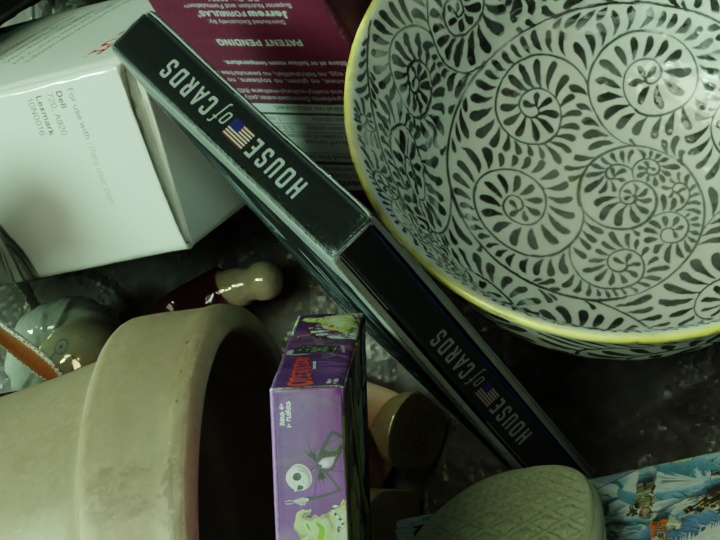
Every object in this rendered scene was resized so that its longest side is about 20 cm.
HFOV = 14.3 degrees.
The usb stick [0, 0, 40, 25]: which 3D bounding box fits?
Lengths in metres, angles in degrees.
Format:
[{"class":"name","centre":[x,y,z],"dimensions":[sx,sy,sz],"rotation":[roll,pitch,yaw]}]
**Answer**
[{"class":"usb stick","centre":[-0.169,-0.113,1.219],"dimensions":[0.055,0.200,0.033],"rotation":[-18,104,24]}]

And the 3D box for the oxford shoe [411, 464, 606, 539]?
[{"class":"oxford shoe","centre":[0.046,0.137,0.970],"dimensions":[0.075,0.058,0.200],"rotation":[-12,30,18]}]

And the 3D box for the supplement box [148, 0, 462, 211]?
[{"class":"supplement box","centre":[-0.018,-0.126,1.093],"dimensions":[0.085,0.200,0.110],"rotation":[3,52,34]}]

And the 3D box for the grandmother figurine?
[{"class":"grandmother figurine","centre":[-0.063,0.052,1.181],"dimensions":[0.200,0.061,0.122],"rotation":[15,78,32]}]

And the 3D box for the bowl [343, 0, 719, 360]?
[{"class":"bowl","centre":[0.095,-0.039,1.060],"dimensions":[0.200,0.094,0.201],"rotation":[-1,60,1]}]

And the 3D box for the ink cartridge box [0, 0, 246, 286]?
[{"class":"ink cartridge box","centre":[-0.130,-0.054,1.187],"dimensions":[0.200,0.146,0.085],"rotation":[-10,107,31]}]

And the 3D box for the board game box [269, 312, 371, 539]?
[{"class":"board game box","centre":[-0.010,0.123,0.961],"dimensions":[0.032,0.120,0.201],"rotation":[-2,100,-1]}]

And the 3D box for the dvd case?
[{"class":"dvd case","centre":[0.000,0.000,1.057],"dimensions":[0.025,0.200,0.150],"rotation":[-44,49,-3]}]

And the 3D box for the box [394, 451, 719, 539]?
[{"class":"box","centre":[0.107,0.132,1.008],"dimensions":[0.200,0.040,0.137],"rotation":[-13,43,18]}]

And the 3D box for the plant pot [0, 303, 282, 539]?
[{"class":"plant pot","centre":[-0.114,0.120,1.038],"dimensions":[0.174,0.200,0.201],"rotation":[-7,74,11]}]

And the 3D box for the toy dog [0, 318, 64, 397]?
[{"class":"toy dog","centre":[-0.174,0.057,1.119],"dimensions":[0.132,0.200,0.096],"rotation":[-25,51,7]}]
